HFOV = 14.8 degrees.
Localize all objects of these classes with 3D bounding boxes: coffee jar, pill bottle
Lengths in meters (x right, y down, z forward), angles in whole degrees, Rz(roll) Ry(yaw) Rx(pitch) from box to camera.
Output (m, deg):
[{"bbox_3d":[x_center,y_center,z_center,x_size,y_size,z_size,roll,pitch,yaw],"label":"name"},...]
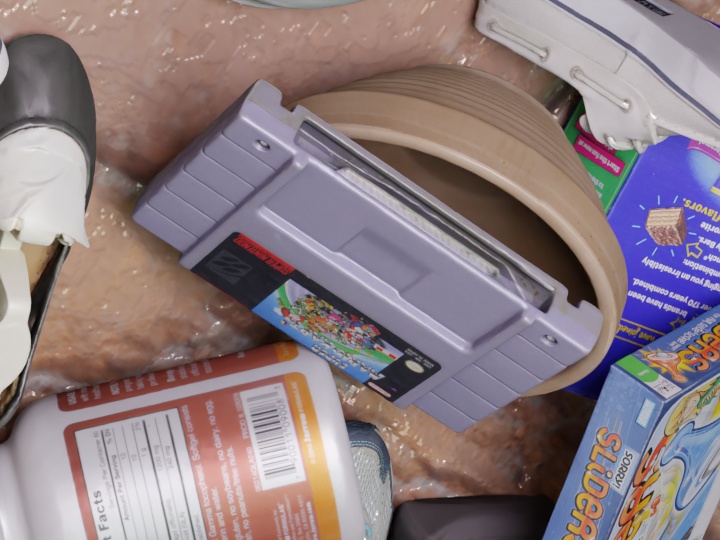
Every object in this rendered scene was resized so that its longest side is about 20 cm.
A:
[{"bbox_3d":[0.057,0.218,1.525,0.104,0.085,0.200,-1,115,-19],"label":"coffee jar"},{"bbox_3d":[-0.105,0.107,1.374,0.199,0.112,0.112,-13,119,-5],"label":"pill bottle"}]

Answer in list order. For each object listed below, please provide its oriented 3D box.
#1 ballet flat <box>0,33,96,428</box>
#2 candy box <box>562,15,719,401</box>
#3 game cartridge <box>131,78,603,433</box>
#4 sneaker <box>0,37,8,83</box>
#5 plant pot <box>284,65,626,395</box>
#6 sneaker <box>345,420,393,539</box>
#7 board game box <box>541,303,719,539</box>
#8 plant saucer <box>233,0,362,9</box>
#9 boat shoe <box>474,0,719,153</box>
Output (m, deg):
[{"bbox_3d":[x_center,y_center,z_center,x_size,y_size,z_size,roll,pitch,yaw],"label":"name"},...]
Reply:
[{"bbox_3d":[-0.162,-0.011,1.325,0.068,0.068,0.200,5,112,-25],"label":"ballet flat"},{"bbox_3d":[0.178,-0.023,1.468,0.169,0.077,0.200,19,104,-32],"label":"candy box"},{"bbox_3d":[0.000,0.000,1.305,0.200,0.038,0.130,34,142,-13],"label":"game cartridge"},{"bbox_3d":[-0.258,-0.087,1.238,0.200,0.078,0.080,-21,127,-12],"label":"sneaker"},{"bbox_3d":[0.042,-0.035,1.355,0.201,0.201,0.093,49,51,-34],"label":"plant pot"},{"bbox_3d":[-0.013,0.177,1.473,0.077,0.086,0.200,1,114,-26],"label":"sneaker"},{"bbox_3d":[0.145,0.116,1.423,0.135,0.034,0.200,-25,142,-48],"label":"board game box"},{"bbox_3d":[0.012,-0.180,1.279,0.200,0.050,0.200,-24,151,-14],"label":"plant saucer"},{"bbox_3d":[0.137,-0.093,1.356,0.071,0.200,0.070,-14,134,-57],"label":"boat shoe"}]
